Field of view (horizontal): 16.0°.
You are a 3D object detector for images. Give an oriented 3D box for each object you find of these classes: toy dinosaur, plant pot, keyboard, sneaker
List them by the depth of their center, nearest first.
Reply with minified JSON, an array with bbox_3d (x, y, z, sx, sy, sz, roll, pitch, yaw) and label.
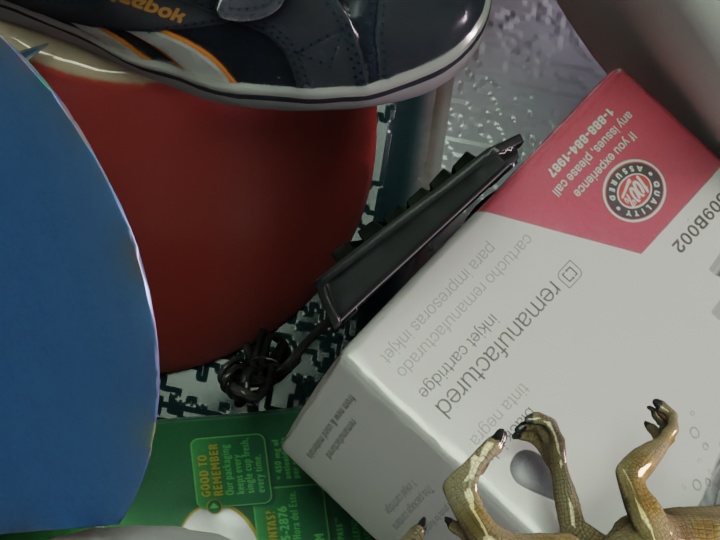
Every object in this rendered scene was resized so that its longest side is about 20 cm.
[{"bbox_3d":[0.055,0.096,0.681,0.101,0.058,0.200,44,60,9],"label":"toy dinosaur"},{"bbox_3d":[-0.056,-0.100,0.710,0.198,0.079,0.079,10,66,-6],"label":"sneaker"},{"bbox_3d":[0.000,0.000,0.808,0.127,0.200,0.021,-43,89,2],"label":"keyboard"},{"bbox_3d":[-0.081,-0.087,0.838,0.199,0.178,0.202,3,68,-7],"label":"plant pot"}]

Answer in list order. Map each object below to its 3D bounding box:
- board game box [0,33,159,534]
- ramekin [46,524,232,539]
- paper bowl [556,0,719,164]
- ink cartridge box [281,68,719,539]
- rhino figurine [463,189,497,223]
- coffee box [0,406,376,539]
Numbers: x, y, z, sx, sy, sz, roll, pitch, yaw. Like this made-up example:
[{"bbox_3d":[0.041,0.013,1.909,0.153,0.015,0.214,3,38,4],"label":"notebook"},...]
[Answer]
[{"bbox_3d":[-0.130,0.000,0.762,0.039,0.199,0.159,-34,110,-50],"label":"board game box"},{"bbox_3d":[-0.063,0.170,0.743,0.199,0.098,0.202,-2,98,-12],"label":"ramekin"},{"bbox_3d":[0.125,-0.105,0.798,0.104,0.201,0.201,-38,78,-8],"label":"paper bowl"},{"bbox_3d":[0.100,0.062,0.792,0.200,0.083,0.147,43,63,5],"label":"ink cartridge box"},{"bbox_3d":[0.080,0.058,0.868,0.087,0.060,0.201,-1,70,-12],"label":"rhino figurine"},{"bbox_3d":[-0.085,0.112,0.829,0.198,0.044,0.124,-5,68,-11],"label":"coffee box"}]
